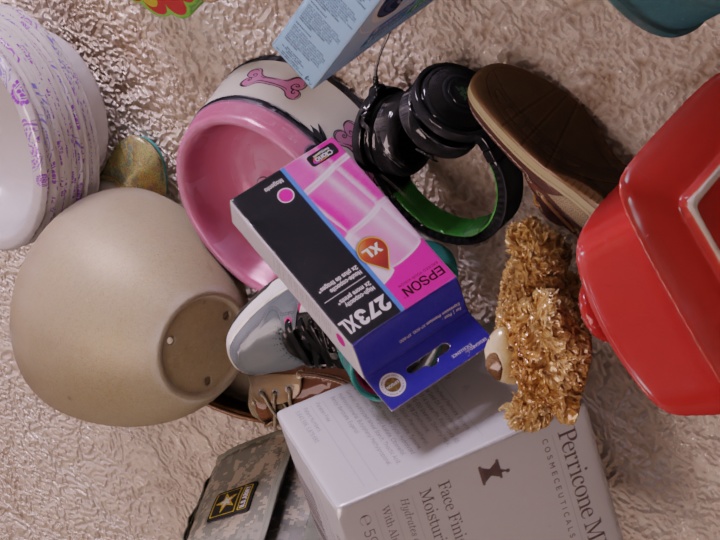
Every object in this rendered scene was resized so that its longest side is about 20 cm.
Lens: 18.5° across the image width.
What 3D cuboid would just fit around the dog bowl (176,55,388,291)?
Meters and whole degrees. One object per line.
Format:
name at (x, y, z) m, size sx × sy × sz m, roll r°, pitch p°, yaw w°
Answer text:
dog bowl at (-0.060, -0.063, 1.738) m, size 0.200 × 0.074 × 0.201 m, roll 26°, pitch 135°, yaw 28°

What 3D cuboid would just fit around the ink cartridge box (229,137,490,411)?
ink cartridge box at (0.000, 0.000, 1.591) m, size 0.200 × 0.095 × 0.037 m, roll 50°, pitch 162°, yaw 23°

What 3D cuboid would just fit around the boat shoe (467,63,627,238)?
boat shoe at (0.145, -0.059, 1.546) m, size 0.200 × 0.072 × 0.072 m, roll 40°, pitch 140°, yaw 3°

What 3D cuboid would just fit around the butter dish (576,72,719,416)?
butter dish at (0.205, 0.006, 1.418) m, size 0.148 × 0.200 × 0.200 m, roll -24°, pitch 103°, yaw 38°

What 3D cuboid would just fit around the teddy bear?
teddy bear at (0.115, 0.035, 1.531) m, size 0.067 × 0.200 × 0.145 m, roll 8°, pitch 127°, yaw -3°

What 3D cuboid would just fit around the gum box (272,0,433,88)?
gum box at (0.046, -0.221, 1.428) m, size 0.045 × 0.170 × 0.200 m, roll 48°, pitch 142°, yaw 4°

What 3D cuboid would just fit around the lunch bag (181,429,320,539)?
lunch bag at (-0.052, 0.225, 1.842) m, size 0.199 × 0.164 × 0.118 m, roll 8°, pitch 131°, yaw 8°

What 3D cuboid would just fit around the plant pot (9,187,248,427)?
plant pot at (-0.166, 0.043, 1.808) m, size 0.134 × 0.200 × 0.201 m, roll 20°, pitch 134°, yaw 48°

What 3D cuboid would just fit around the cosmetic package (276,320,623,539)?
cosmetic package at (0.070, 0.168, 1.654) m, size 0.165 × 0.200 × 0.165 m, roll -129°, pitch 18°, yaw -62°

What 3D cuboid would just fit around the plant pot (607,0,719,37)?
plant pot at (0.220, -0.256, 1.228) m, size 0.188 × 0.200 × 0.200 m, roll -21°, pitch 105°, yaw 34°

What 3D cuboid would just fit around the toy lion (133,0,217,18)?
toy lion at (-0.168, -0.276, 1.663) m, size 0.191 × 0.069 × 0.200 m, roll 9°, pitch 139°, yaw 51°

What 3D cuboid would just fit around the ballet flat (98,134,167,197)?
ballet flat at (-0.215, -0.032, 1.920) m, size 0.071 × 0.071 × 0.200 m, roll 39°, pitch 140°, yaw 14°

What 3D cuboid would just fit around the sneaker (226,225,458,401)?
sneaker at (-0.014, 0.054, 1.655) m, size 0.200 × 0.121 × 0.084 m, roll -27°, pitch 122°, yaw 19°

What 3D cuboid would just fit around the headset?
headset at (0.034, -0.102, 1.597) m, size 0.123 × 0.094 × 0.200 m, roll -17°, pitch 107°, yaw 49°

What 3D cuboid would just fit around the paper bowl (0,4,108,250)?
paper bowl at (-0.291, -0.126, 1.872) m, size 0.200 × 0.104 × 0.201 m, roll 26°, pitch 128°, yaw 39°

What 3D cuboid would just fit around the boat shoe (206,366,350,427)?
boat shoe at (-0.062, 0.106, 1.877) m, size 0.200 × 0.072 × 0.076 m, roll 5°, pitch 124°, yaw 42°
